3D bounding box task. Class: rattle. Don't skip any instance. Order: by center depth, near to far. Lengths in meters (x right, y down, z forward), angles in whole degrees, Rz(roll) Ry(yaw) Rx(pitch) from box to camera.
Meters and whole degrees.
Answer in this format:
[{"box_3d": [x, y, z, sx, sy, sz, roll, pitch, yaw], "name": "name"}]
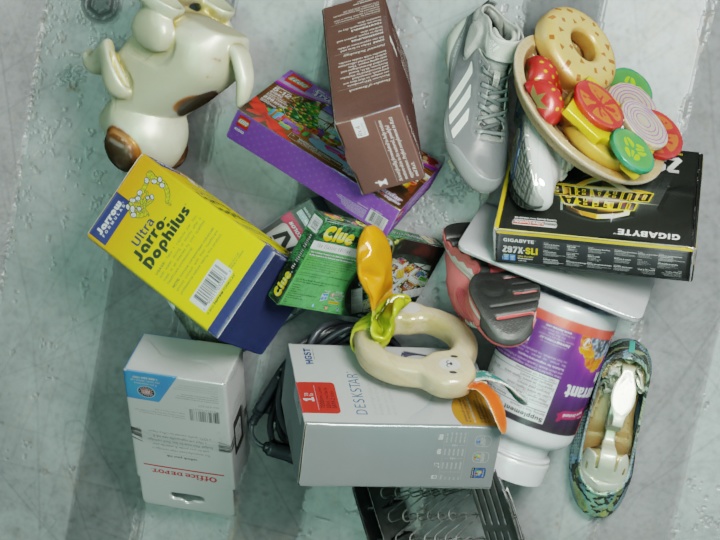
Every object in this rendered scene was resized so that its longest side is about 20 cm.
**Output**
[{"box_3d": [0.084, 0.055, 1.571, 0.200, 0.130, 0.143, 33, 116, 44], "name": "rattle"}]

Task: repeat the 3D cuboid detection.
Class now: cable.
[{"box_3d": [-0.018, 0.142, 1.711, 0.163, 0.051, 0.200, 30, 109, -9], "name": "cable"}]

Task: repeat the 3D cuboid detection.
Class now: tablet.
[{"box_3d": [0.207, -0.012, 1.638, 0.200, 0.130, 0.014, 23, 118, 8], "name": "tablet"}]

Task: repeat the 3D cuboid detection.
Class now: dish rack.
[{"box_3d": [0.090, 0.280, 1.678, 0.200, 0.055, 0.154, -12, 99, 49], "name": "dish rack"}]

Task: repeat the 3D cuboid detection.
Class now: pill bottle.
[{"box_3d": [0.186, 0.121, 1.662, 0.111, 0.111, 0.200, 21, 99, 8], "name": "pill bottle"}]

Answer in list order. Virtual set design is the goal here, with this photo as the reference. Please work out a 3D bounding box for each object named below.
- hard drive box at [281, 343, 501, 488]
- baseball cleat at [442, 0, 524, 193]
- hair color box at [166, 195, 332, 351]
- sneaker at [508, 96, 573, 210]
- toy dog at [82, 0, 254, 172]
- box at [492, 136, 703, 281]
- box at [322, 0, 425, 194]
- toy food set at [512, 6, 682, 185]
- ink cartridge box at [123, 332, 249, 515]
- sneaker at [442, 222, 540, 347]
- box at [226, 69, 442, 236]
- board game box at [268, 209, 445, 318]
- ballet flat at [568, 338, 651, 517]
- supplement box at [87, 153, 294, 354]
[{"box_3d": [0.028, 0.148, 1.612, 0.200, 0.156, 0.077, 1, 118, -11], "name": "hard drive box"}, {"box_3d": [0.127, -0.184, 1.620, 0.070, 0.106, 0.200, 3, 66, -25], "name": "baseball cleat"}, {"box_3d": [-0.103, 0.013, 1.732, 0.200, 0.061, 0.099, -34, 88, 13], "name": "hair color box"}, {"box_3d": [0.199, -0.135, 1.605, 0.087, 0.200, 0.075, 14, 137, -1], "name": "sneaker"}, {"box_3d": [-0.206, -0.197, 1.699, 0.194, 0.140, 0.200, 37, 114, 13], "name": "toy dog"}, {"box_3d": [0.245, -0.066, 1.610, 0.200, 0.160, 0.049, 7, 130, 11], "name": "box"}, {"box_3d": [0.012, -0.184, 1.612, 0.075, 0.200, 0.100, -14, 134, 9], "name": "box"}, {"box_3d": [0.238, -0.168, 1.587, 0.198, 0.200, 0.049, 42, 127, -4], "name": "toy food set"}, {"box_3d": [-0.188, 0.171, 1.736, 0.116, 0.067, 0.200, 7, 128, 10], "name": "ink cartridge box"}, {"box_3d": [0.135, 0.031, 1.635, 0.074, 0.200, 0.087, -4, 123, -11], "name": "sneaker"}, {"box_3d": [-0.025, -0.127, 1.663, 0.200, 0.137, 0.039, 32, 122, 6], "name": "box"}, {"box_3d": [0.000, 0.000, 1.648, 0.023, 0.200, 0.105, 44, 110, 36], "name": "board game box"}, {"box_3d": [0.264, 0.171, 1.674, 0.074, 0.074, 0.200, 9, 98, 10], "name": "ballet flat"}, {"box_3d": [-0.166, -0.017, 1.656, 0.200, 0.109, 0.110, 36, 93, 25], "name": "supplement box"}]
